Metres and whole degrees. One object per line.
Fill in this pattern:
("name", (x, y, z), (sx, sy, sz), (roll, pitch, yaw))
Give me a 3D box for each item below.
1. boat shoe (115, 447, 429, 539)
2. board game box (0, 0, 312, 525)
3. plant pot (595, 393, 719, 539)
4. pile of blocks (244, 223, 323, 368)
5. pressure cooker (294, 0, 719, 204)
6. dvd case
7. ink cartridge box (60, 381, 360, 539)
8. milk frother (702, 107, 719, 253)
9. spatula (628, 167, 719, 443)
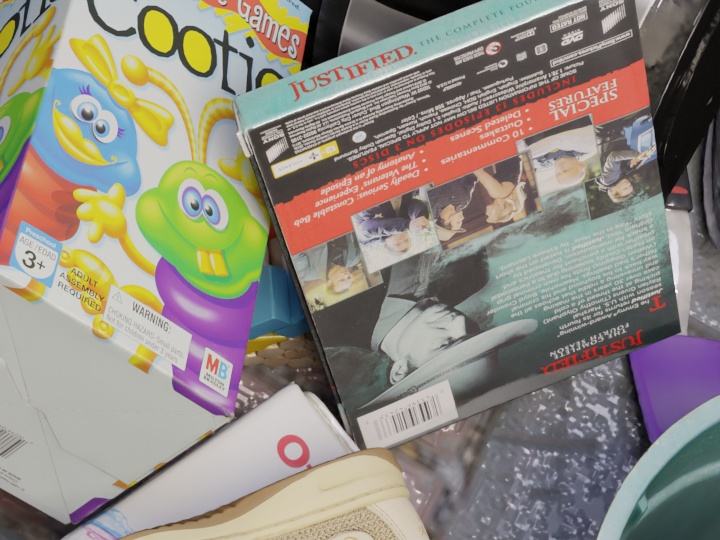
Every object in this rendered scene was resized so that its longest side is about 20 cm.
("boat shoe", (-0.060, 0.123, 0.750), (0.199, 0.071, 0.065), (-21, 73, -22))
("board game box", (-0.099, -0.030, 0.816), (0.105, 0.103, 0.201), (33, 44, -26))
("plant pot", (0.145, 0.166, 0.808), (0.198, 0.196, 0.202), (6, 65, -12))
("pile of blocks", (0.000, 0.000, 0.909), (0.198, 0.082, 0.063), (-1, 67, -14))
("pressure cooker", (0.058, -0.122, 0.921), (0.199, 0.180, 0.176), (28, 36, 15))
("dvd case", (0.043, -0.016, 0.823), (0.145, 0.201, 0.022), (-22, 48, -3))
("ink cartridge box", (-0.062, 0.159, 0.822), (0.199, 0.088, 0.146), (-34, 79, -22))
("milk frother", (0.266, -0.030, 0.917), (0.186, 0.200, 0.182), (10, 68, -13))
("spatula", (0.139, -0.010, 0.981), (0.056, 0.021, 0.202), (5, 65, -19))
